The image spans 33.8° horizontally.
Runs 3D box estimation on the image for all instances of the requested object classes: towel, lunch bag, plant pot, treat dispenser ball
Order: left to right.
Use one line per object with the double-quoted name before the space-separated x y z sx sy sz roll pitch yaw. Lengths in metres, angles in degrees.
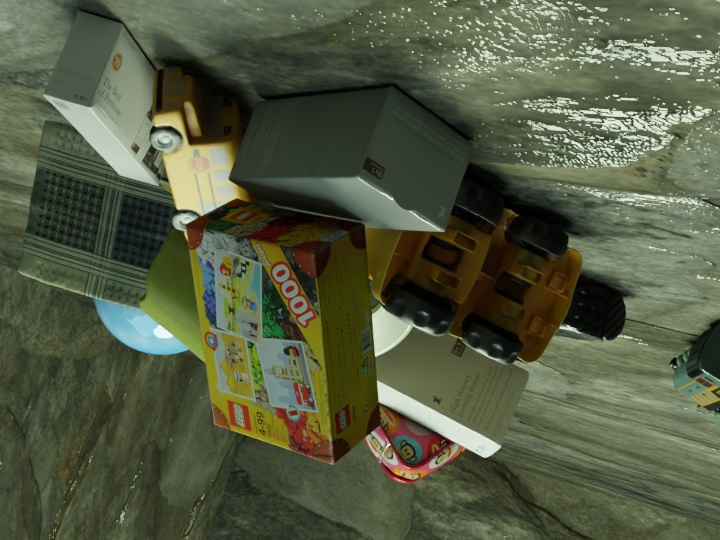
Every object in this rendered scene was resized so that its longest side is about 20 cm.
"towel" -0.296 -0.064 1.380 0.197 0.196 0.035 16 -168 10
"treat dispenser ball" -0.276 0.016 1.657 0.198 0.204 0.201 20 168 4
"plant pot" -0.125 0.031 1.252 0.182 0.202 0.201 30 169 6
"lunch bag" 0.068 0.143 1.475 0.201 0.174 0.082 54 157 21

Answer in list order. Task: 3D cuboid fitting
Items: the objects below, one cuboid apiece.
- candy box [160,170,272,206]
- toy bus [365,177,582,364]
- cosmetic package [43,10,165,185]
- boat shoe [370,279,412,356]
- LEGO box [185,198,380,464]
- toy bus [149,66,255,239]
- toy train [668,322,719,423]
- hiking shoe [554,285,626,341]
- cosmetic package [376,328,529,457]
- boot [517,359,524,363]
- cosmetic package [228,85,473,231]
"candy box" -0.109 -0.081 1.279 0.197 0.062 0.136 17 168 22
"toy bus" 0.080 -0.013 1.126 0.198 0.138 0.192 24 -179 -28
"cosmetic package" -0.221 -0.154 1.099 0.050 0.084 0.200 15 168 12
"boat shoe" 0.028 0.025 1.283 0.072 0.062 0.201 9 136 -29
"LEGO box" -0.067 0.051 1.058 0.147 0.203 0.077 11 -152 34
"toy bus" -0.146 -0.098 1.117 0.077 0.066 0.202 -5 140 0
"toy train" 0.394 0.115 1.256 0.113 0.086 0.200 32 172 8
"hiking shoe" 0.177 0.034 1.261 0.197 0.077 0.101 22 165 -8
"cosmetic package" 0.088 0.126 1.395 0.198 0.103 0.074 27 157 0
"boot" 0.126 0.048 1.408 0.166 0.078 0.200 19 175 -10
"cosmetic package" -0.012 -0.092 1.009 0.106 0.092 0.198 30 163 -37
